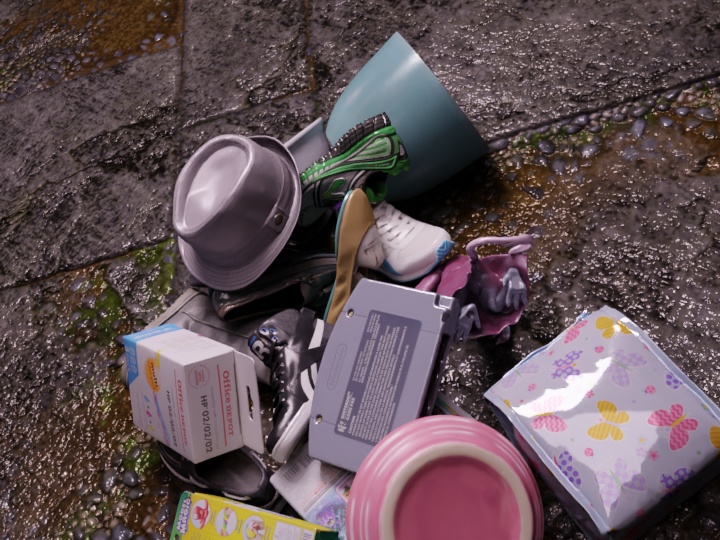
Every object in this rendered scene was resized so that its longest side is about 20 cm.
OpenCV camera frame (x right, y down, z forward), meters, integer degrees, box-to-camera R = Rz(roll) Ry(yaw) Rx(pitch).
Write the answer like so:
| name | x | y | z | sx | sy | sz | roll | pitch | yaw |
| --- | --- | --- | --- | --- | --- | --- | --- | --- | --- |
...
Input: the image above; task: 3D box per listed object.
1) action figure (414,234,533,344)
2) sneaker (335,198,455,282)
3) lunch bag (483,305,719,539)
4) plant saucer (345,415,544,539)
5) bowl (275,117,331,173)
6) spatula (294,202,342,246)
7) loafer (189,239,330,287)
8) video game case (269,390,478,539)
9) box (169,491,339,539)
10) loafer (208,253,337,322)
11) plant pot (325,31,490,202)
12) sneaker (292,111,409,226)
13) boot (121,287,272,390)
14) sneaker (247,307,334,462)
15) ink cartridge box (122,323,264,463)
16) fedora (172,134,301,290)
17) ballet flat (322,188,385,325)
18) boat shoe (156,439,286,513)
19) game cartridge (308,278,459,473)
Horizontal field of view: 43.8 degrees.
| name | x | y | z | sx | sy | sz | roll | pitch | yaw |
| --- | --- | --- | --- | --- | --- | --- | --- | --- | --- |
| action figure | 0.114 | 0.014 | 1.035 | 0.132 | 0.151 | 0.200 | 1 | 13 | -5 |
| sneaker | 0.036 | -0.043 | 1.124 | 0.077 | 0.081 | 0.199 | -45 | 29 | -21 |
| lunch bag | 0.245 | 0.152 | 0.898 | 0.169 | 0.127 | 0.200 | -36 | 58 | -6 |
| plant saucer | 0.086 | 0.241 | 0.859 | 0.198 | 0.051 | 0.203 | 2 | 80 | -10 |
| bowl | -0.108 | -0.117 | 1.248 | 0.200 | 0.091 | 0.201 | -36 | 10 | 8 |
| spatula | -0.064 | -0.058 | 1.253 | 0.200 | 0.021 | 0.057 | -39 | 45 | -6 |
| loafer | -0.137 | -0.019 | 1.201 | 0.198 | 0.072 | 0.064 | -8 | 84 | 9 |
| video game case | 0.029 | 0.209 | 0.947 | 0.200 | 0.024 | 0.182 | -42 | 50 | -15 |
| box | -0.123 | 0.305 | 0.929 | 0.198 | 0.048 | 0.119 | 5 | 76 | 34 |
| loafer | -0.091 | 0.030 | 1.140 | 0.198 | 0.072 | 0.063 | -9 | 43 | -11 |
| plant pot | 0.050 | -0.189 | 1.207 | 0.161 | 0.200 | 0.201 | -38 | 47 | 9 |
| sneaker | -0.021 | -0.107 | 1.118 | 0.200 | 0.086 | 0.078 | -36 | -5 | 40 |
| boot | -0.183 | 0.110 | 1.141 | 0.199 | 0.073 | 0.182 | 23 | 63 | 27 |
| sneaker | -0.092 | 0.123 | 1.027 | 0.111 | 0.073 | 0.200 | 28 | 40 | 2 |
| ink cartridge box | -0.192 | 0.139 | 1.012 | 0.067 | 0.116 | 0.199 | -14 | 16 | -36 |
| fedora | -0.166 | -0.084 | 1.089 | 0.176 | 0.090 | 0.201 | 36 | 90 | 32 |
| ballet flat | 0.000 | 0.000 | 1.091 | 0.063 | 0.202 | 0.069 | 19 | 27 | 20 |
| boat shoe | -0.171 | 0.222 | 1.043 | 0.199 | 0.060 | 0.074 | 25 | 67 | 35 |
| game cartridge | 0.019 | 0.113 | 0.945 | 0.132 | 0.041 | 0.202 | 11 | 79 | 36 |
